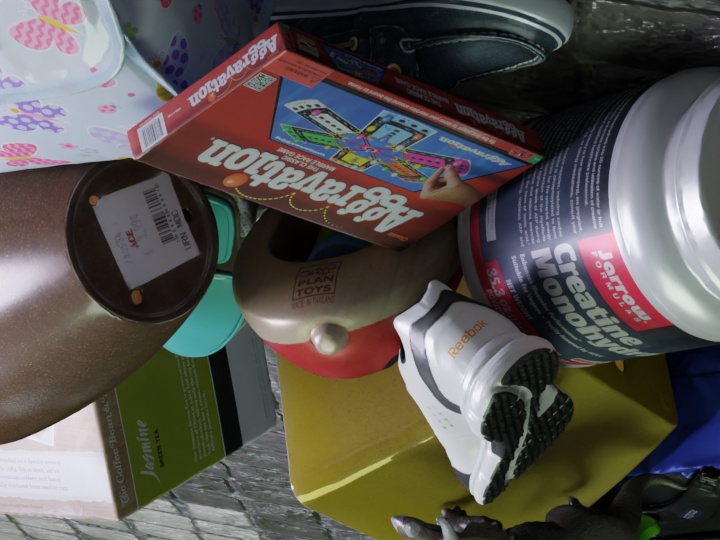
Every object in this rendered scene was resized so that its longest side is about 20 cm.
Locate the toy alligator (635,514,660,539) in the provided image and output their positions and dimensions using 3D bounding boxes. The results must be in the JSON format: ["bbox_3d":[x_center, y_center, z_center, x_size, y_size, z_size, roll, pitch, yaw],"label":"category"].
[{"bbox_3d":[0.097,0.208,1.555,0.200,0.054,0.059,-22,147,7],"label":"toy alligator"}]

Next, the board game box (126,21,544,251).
[{"bbox_3d":[-0.008,-0.061,1.232,0.103,0.019,0.200,-32,149,31],"label":"board game box"}]

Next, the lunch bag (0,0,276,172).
[{"bbox_3d":[-0.160,-0.130,1.214,0.169,0.127,0.200,-3,155,25],"label":"lunch bag"}]

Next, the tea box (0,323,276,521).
[{"bbox_3d":[-0.200,0.078,1.763,0.200,0.134,0.197,0,-164,35],"label":"tea box"}]

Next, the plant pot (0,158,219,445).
[{"bbox_3d":[-0.168,-0.005,1.379,0.187,0.187,0.200,22,160,-31],"label":"plant pot"}]

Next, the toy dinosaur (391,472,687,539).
[{"bbox_3d":[0.107,0.164,1.453,0.200,0.077,0.102,-3,-174,-18],"label":"toy dinosaur"}]

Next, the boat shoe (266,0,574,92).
[{"bbox_3d":[0.013,-0.094,1.269,0.200,0.091,0.071,0,160,35],"label":"boat shoe"}]

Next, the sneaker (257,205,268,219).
[{"bbox_3d":[-0.098,-0.034,1.588,0.200,0.079,0.078,-6,135,-23],"label":"sneaker"}]

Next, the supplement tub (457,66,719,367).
[{"bbox_3d":[0.157,-0.027,1.306,0.140,0.140,0.200,21,161,-29],"label":"supplement tub"}]

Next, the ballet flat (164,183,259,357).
[{"bbox_3d":[-0.089,-0.021,1.493,0.072,0.072,0.200,12,149,0],"label":"ballet flat"}]

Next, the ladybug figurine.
[{"bbox_3d":[0.000,0.000,1.398,0.136,0.200,0.072,-9,116,19],"label":"ladybug figurine"}]

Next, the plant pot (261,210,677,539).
[{"bbox_3d":[0.076,0.049,1.524,0.176,0.200,0.200,-24,147,28],"label":"plant pot"}]

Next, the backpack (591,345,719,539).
[{"bbox_3d":[0.217,0.097,1.619,0.162,0.168,0.200,29,152,-34],"label":"backpack"}]

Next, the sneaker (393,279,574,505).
[{"bbox_3d":[0.064,0.062,1.348,0.080,0.074,0.200,39,164,19],"label":"sneaker"}]
